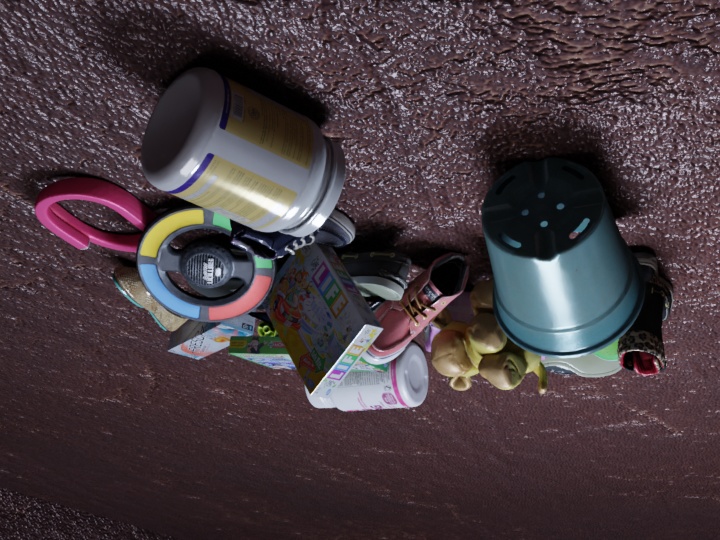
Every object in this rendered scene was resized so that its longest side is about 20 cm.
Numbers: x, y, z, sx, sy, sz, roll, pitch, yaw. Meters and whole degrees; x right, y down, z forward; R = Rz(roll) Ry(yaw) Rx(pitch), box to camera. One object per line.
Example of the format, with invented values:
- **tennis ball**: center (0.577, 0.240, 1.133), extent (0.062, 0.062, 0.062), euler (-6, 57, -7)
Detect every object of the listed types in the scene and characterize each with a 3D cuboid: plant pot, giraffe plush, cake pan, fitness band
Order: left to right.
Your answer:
- **fitness band**: center (-0.368, -0.073, 1.627), extent (0.143, 0.037, 0.200), euler (-6, 155, 24)
- **cake pan**: center (-0.175, 0.017, 1.758), extent (0.200, 0.037, 0.200), euler (9, 162, 3)
- **giraffe plush**: center (0.172, 0.105, 1.687), extent (0.162, 0.173, 0.200), euler (-11, 157, 34)
- **plant pot**: center (0.242, -0.024, 1.434), extent (0.200, 0.200, 0.196), euler (-3, 147, 19)

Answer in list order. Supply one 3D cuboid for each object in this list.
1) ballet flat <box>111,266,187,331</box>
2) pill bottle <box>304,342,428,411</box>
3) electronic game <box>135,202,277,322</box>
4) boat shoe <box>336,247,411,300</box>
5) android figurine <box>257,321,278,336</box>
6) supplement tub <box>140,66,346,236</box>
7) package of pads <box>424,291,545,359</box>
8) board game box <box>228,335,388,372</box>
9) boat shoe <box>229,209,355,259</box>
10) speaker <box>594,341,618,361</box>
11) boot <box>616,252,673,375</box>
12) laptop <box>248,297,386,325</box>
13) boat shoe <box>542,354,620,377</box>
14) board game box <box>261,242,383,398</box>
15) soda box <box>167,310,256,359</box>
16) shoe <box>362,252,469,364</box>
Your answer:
- **ballet flat**: center (-0.326, 0.035, 1.848), extent (0.065, 0.071, 0.200), euler (-27, 153, 5)
- **pill bottle**: center (0.009, 0.190, 2.043), extent (0.200, 0.114, 0.113), euler (-7, 153, 27)
- **electronic game**: center (-0.217, -0.009, 1.633), extent (0.200, 0.042, 0.200), euler (0, 124, 1)
- **boat shoe**: center (0.000, 0.000, 1.668), extent (0.072, 0.061, 0.201), euler (33, 164, -36)
- **android figurine**: center (-0.079, 0.116, 1.897), extent (0.182, 0.041, 0.200), euler (19, 180, 0)
- **supplement tub**: center (-0.131, -0.129, 1.314), extent (0.200, 0.146, 0.145), euler (23, 151, -34)
- **package of pads**: center (0.201, 0.086, 1.813), extent (0.200, 0.076, 0.121), euler (5, 157, 2)
- **board game box**: center (-0.076, 0.124, 1.715), extent (0.200, 0.029, 0.135), euler (-1, 165, 26)
- **boat shoe**: center (-0.094, -0.048, 1.552), extent (0.200, 0.093, 0.075), euler (22, 151, -32)
- **speaker**: center (0.348, 0.072, 1.738), extent (0.088, 0.089, 0.200), euler (-12, 151, 35)
- **boot**: center (0.407, 0.076, 1.652), extent (0.073, 0.151, 0.200), euler (-3, 155, 19)
- **laptop**: center (-0.041, 0.058, 1.792), extent (0.200, 0.103, 0.177), euler (-33, 168, 15)
- **boat shoe**: center (0.335, 0.136, 1.914), extent (0.199, 0.075, 0.066), euler (-1, -175, -6)
- **board game box**: center (-0.059, 0.059, 1.603), extent (0.034, 0.200, 0.135), euler (17, 119, -41)
- **soda box**: center (-0.249, 0.091, 1.927), extent (0.064, 0.068, 0.200), euler (19, 154, -29)
- **shoe**: center (0.077, 0.049, 1.646), extent (0.071, 0.200, 0.091), euler (46, 146, 2)
